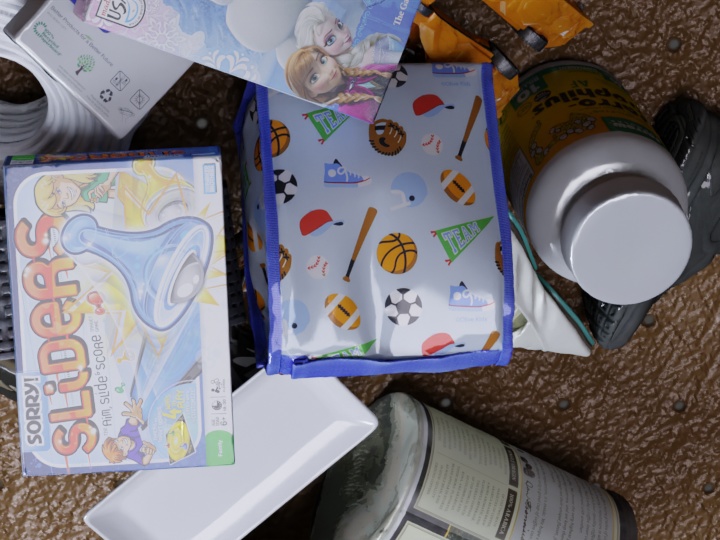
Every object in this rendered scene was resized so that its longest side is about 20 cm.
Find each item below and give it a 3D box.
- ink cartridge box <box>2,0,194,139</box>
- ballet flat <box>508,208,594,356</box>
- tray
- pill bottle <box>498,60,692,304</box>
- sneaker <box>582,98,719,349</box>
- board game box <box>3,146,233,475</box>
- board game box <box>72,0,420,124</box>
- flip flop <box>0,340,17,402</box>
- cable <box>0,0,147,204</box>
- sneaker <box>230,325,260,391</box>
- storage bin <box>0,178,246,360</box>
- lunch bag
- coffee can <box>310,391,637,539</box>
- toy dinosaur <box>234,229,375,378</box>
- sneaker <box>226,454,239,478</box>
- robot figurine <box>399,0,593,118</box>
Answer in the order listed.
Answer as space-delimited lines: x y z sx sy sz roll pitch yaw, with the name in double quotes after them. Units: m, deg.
-0.120 -0.188 1.513 0.200 0.039 0.099 -46 116 -2 "ink cartridge box"
0.106 0.015 1.743 0.069 0.069 0.200 -31 140 6 "ballet flat"
-0.093 0.137 1.721 0.200 0.022 0.107 -39 125 5 "tray"
0.159 -0.059 1.662 0.113 0.200 0.113 -4 118 -8 "pill bottle"
0.232 -0.024 1.769 0.091 0.076 0.200 15 115 -24 "sneaker"
-0.151 0.026 1.524 0.135 0.034 0.200 -3 103 -4 "board game box"
-0.049 -0.215 1.483 0.199 0.043 0.200 18 98 -20 "board game box"
-0.204 0.067 1.725 0.200 0.058 0.081 14 159 6 "flip flop"
-0.237 -0.129 1.590 0.200 0.069 0.200 4 135 7 "cable"
-0.120 0.032 1.730 0.200 0.071 0.083 34 113 -21 "sneaker"
-0.181 -0.001 1.616 0.200 0.135 0.094 -9 95 -3 "storage bin"
0.008 -0.026 1.591 0.170 0.200 0.124 -3 158 -11 "lunch bag"
0.085 0.195 1.810 0.200 0.146 0.146 27 109 -21 "coffee can"
0.000 0.000 1.727 0.200 0.102 0.136 -8 99 2 "toy dinosaur"
-0.116 0.116 1.768 0.200 0.082 0.074 -2 116 -10 "sneaker"
0.065 -0.180 1.621 0.145 0.058 0.200 -45 142 12 "robot figurine"
